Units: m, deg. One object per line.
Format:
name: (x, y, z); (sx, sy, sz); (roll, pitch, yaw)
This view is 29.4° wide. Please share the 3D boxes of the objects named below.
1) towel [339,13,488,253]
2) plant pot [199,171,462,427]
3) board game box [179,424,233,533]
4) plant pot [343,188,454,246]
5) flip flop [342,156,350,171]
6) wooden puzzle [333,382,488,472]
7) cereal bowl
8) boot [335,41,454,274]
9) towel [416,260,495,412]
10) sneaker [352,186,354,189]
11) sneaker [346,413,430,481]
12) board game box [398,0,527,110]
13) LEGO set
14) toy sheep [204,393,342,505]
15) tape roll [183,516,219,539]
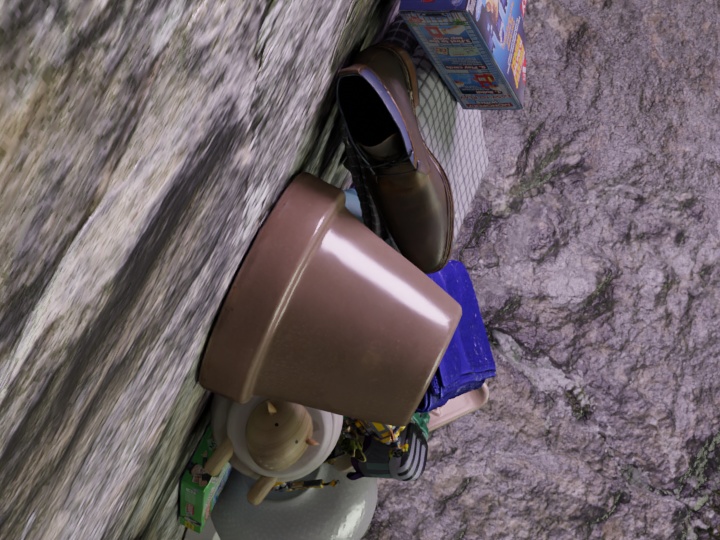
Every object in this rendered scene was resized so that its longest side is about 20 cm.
towel: (0.053, -0.128, 1.296); (0.201, 0.085, 0.166); (75, 32, -44)
plant pot: (-0.016, 0.045, 1.144); (0.201, 0.174, 0.200); (-63, 177, -6)
board game box: (-0.150, 0.194, 1.459); (0.135, 0.029, 0.200); (-63, 177, -24)
plant pot: (0.000, 0.000, 1.485); (0.142, 0.141, 0.200); (-65, 171, 6)
flip flop: (0.036, -0.156, 1.493); (0.081, 0.057, 0.200); (-66, 177, 31)
wooden puzzle: (0.021, 0.121, 1.597); (0.199, 0.186, 0.046); (-24, 155, -14)
cereal bowl: (-0.084, 0.243, 1.576); (0.201, 0.199, 0.083); (-63, 156, -27)
boot: (0.022, -0.085, 1.134); (0.097, 0.074, 0.201); (-34, 110, -66)
towel: (0.088, 0.061, 1.414); (0.200, 0.049, 0.149); (-6, 86, -70)
sneaker: (0.001, -0.061, 1.693); (0.100, 0.069, 0.200); (-53, -175, 40)
sneaker: (0.035, 0.142, 1.523); (0.075, 0.087, 0.201); (58, 35, -39)
board game box: (0.104, -0.241, 1.199); (0.200, 0.061, 0.201); (62, 37, -56)
LEGO set: (-0.014, 0.166, 1.413); (0.199, 0.116, 0.154); (-29, -148, 13)
toy sheep: (-0.081, 0.137, 1.292); (0.200, 0.137, 0.138); (-112, -133, -74)
tape roll: (-0.165, 0.267, 1.743); (0.203, 0.037, 0.204); (25, 90, -88)
